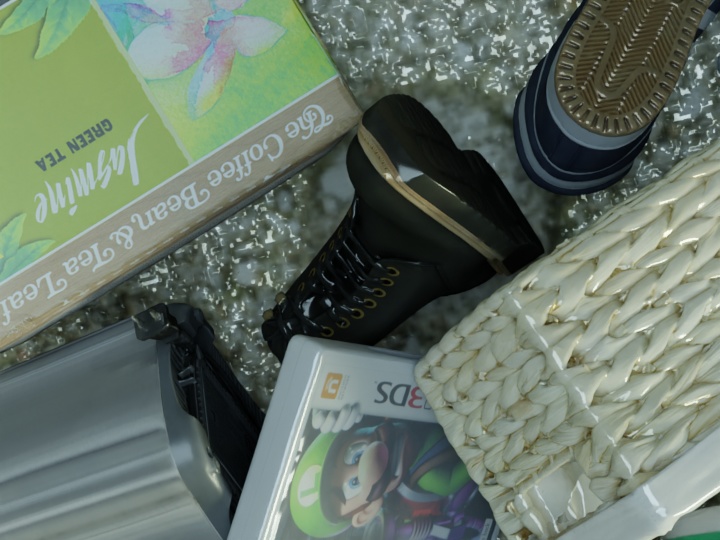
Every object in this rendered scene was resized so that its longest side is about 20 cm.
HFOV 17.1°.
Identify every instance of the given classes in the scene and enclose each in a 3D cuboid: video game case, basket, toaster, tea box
[{"bbox_3d":[0.001,0.135,1.103,0.023,0.182,0.201,22,97,38],"label":"video game case"},{"bbox_3d":[0.139,0.032,1.059,0.200,0.136,0.124,-32,83,-28],"label":"basket"},{"bbox_3d":[-0.106,0.102,1.103,0.129,0.200,0.114,-20,49,11],"label":"toaster"},{"bbox_3d":[-0.135,-0.094,1.091,0.200,0.134,0.197,-33,92,-5],"label":"tea box"}]

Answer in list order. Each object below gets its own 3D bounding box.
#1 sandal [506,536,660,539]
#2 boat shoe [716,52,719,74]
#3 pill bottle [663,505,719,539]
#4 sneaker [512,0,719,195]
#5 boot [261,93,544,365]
[{"bbox_3d":[0.116,0.099,1.137,0.080,0.054,0.201,23,85,-4],"label":"sandal"},{"bbox_3d":[0.272,-0.097,1.118,0.199,0.071,0.091,19,80,5],"label":"boat shoe"},{"bbox_3d":[0.205,0.206,1.098,0.113,0.113,0.201,-7,82,5],"label":"pill bottle"},{"bbox_3d":[0.138,-0.121,1.129,0.070,0.109,0.200,34,65,4],"label":"sneaker"},{"bbox_3d":[0.000,0.000,1.077,0.138,0.200,0.078,-34,69,9],"label":"boot"}]
